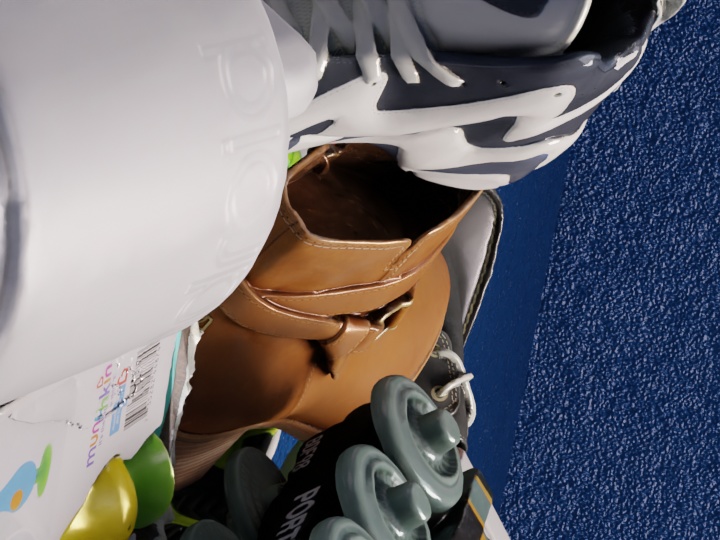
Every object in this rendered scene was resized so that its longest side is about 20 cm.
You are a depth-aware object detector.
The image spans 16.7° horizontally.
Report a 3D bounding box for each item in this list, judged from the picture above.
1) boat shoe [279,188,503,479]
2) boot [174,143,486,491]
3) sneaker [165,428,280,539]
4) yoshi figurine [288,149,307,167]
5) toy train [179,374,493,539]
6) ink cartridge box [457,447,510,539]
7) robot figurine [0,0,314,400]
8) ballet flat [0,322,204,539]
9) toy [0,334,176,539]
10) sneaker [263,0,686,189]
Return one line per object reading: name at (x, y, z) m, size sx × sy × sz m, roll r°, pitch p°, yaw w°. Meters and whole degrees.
boat shoe at (0.022, 0.054, 0.991) m, size 0.072 × 0.067 × 0.201 m, roll 37°, pitch 70°, yaw -50°
boot at (0.000, 0.000, 0.848) m, size 0.200 × 0.074 × 0.155 m, roll -32°, pitch 167°, yaw -48°
sneaker at (-0.080, 0.115, 1.007) m, size 0.200 × 0.075 × 0.077 m, roll -52°, pitch 158°, yaw -60°
yoshi figurine at (-0.058, -0.036, 0.996) m, size 0.112 × 0.112 × 0.201 m, roll -32°, pitch -131°, yaw 45°
toy train at (0.001, 0.112, 0.733) m, size 0.114 × 0.085 × 0.200 m, roll 59°, pitch 19°, yaw -12°
ink cartridge box at (0.016, 0.184, 0.871) m, size 0.201 × 0.147 × 0.086 m, roll 63°, pitch 3°, yaw -1°
robot figurine at (-0.093, -0.027, 0.523) m, size 0.200 × 0.113 × 0.170 m, roll -23°, pitch 147°, yaw -53°
ballet flat at (-0.092, 0.087, 0.736) m, size 0.072 × 0.071 × 0.201 m, roll 73°, pitch 31°, yaw -70°
toy at (-0.119, 0.081, 0.607) m, size 0.200 × 0.047 × 0.116 m, roll -28°, pitch 136°, yaw -55°
sneaker at (0.008, -0.080, 0.703) m, size 0.130 × 0.199 × 0.080 m, roll -35°, pitch -129°, yaw 48°
